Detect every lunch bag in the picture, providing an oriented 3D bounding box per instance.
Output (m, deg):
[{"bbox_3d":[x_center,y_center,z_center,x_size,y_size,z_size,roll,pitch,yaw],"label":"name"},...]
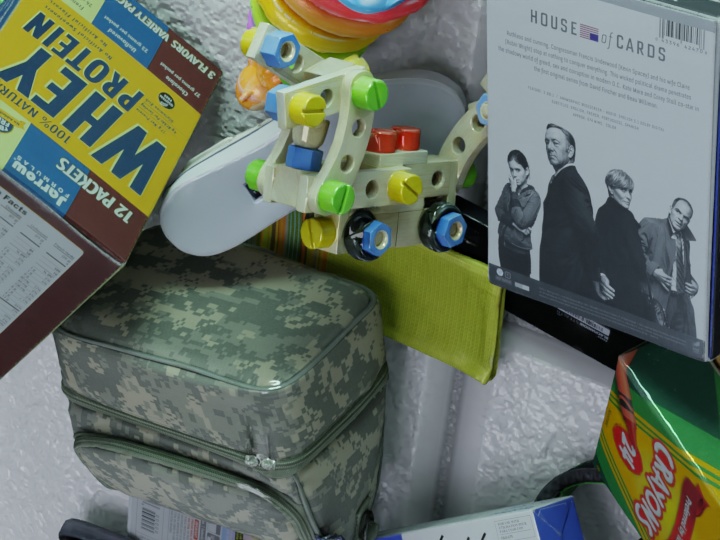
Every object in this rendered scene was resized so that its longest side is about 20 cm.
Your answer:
[{"bbox_3d":[-0.082,0.087,1.493,0.199,0.139,0.168,15,130,26],"label":"lunch bag"}]

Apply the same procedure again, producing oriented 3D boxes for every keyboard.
[{"bbox_3d":[0.142,0.009,1.409,0.199,0.040,0.104,29,149,16],"label":"keyboard"}]

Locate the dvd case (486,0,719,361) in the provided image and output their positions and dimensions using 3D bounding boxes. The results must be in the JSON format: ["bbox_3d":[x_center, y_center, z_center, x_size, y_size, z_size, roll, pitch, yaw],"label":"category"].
[{"bbox_3d":[0.131,-0.062,1.271,0.150,0.025,0.201,21,126,35],"label":"dvd case"}]

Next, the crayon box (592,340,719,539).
[{"bbox_3d":[0.208,0.145,1.337,0.200,0.051,0.127,56,160,28],"label":"crayon box"}]

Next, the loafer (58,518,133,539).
[{"bbox_3d":[-0.137,0.234,1.657,0.199,0.063,0.072,18,157,28],"label":"loafer"}]

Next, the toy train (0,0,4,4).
[{"bbox_3d":[-0.305,-0.206,1.570,0.200,0.042,0.057,32,117,15],"label":"toy train"}]

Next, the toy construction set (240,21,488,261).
[{"bbox_3d":[0.019,-0.073,1.345,0.092,0.199,0.132,23,112,57],"label":"toy construction set"}]

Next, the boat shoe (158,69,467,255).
[{"bbox_3d":[-0.029,-0.074,1.440,0.199,0.070,0.071,-26,113,14],"label":"boat shoe"}]

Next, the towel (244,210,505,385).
[{"bbox_3d":[0.000,0.000,1.480,0.199,0.018,0.086,24,133,25],"label":"towel"}]

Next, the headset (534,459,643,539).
[{"bbox_3d":[0.189,0.202,1.459,0.200,0.094,0.124,51,131,20],"label":"headset"}]

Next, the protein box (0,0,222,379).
[{"bbox_3d":[-0.219,-0.055,1.470,0.135,0.199,0.200,39,131,-15],"label":"protein box"}]

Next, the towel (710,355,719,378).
[{"bbox_3d":[0.234,0.083,1.297,0.147,0.022,0.201,45,154,50],"label":"towel"}]

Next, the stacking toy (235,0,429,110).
[{"bbox_3d":[-0.029,-0.152,1.394,0.110,0.116,0.200,46,140,8],"label":"stacking toy"}]

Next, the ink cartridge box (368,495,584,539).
[{"bbox_3d":[0.056,0.204,1.487,0.200,0.044,0.094,-17,86,43],"label":"ink cartridge box"}]

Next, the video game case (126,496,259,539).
[{"bbox_3d":[-0.073,0.127,1.602,0.182,0.023,0.201,20,122,23],"label":"video game case"}]
